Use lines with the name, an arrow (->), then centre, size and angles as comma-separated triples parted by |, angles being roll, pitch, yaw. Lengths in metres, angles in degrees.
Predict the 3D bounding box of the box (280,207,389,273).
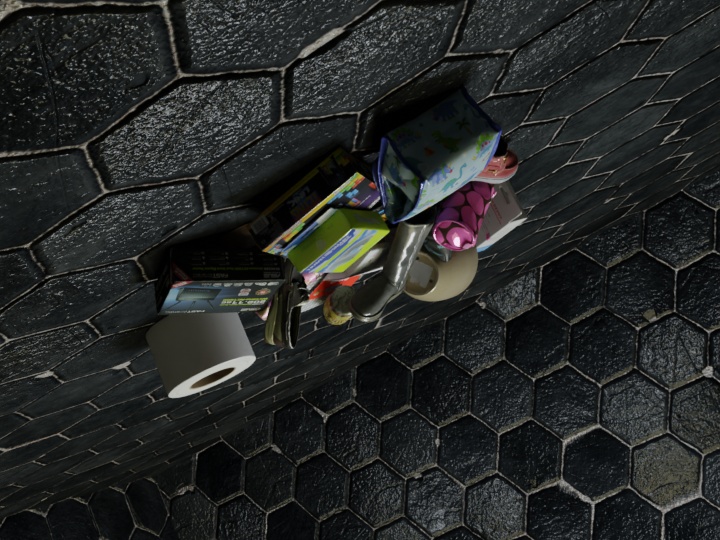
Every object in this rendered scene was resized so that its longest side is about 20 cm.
box -> -0.038, -0.049, 1.546 | 0.122, 0.048, 0.199 | -40, 167, 19

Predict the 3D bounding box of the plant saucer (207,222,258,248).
plant saucer -> -0.189, -0.039, 1.654 | 0.198, 0.037, 0.201 | -25, 168, -5

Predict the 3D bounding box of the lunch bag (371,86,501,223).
lunch bag -> 0.115, -0.170, 1.472 | 0.169, 0.128, 0.201 | -32, 160, -16

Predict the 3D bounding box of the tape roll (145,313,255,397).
tape roll -> -0.336, 0.163, 1.944 | 0.200, 0.141, 0.203 | -24, 167, -6

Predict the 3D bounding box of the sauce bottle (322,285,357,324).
sauce bottle -> -0.044, 0.077, 1.907 | 0.064, 0.066, 0.200 | -22, 173, -12

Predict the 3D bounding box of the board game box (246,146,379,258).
board game box -> -0.069, -0.102, 1.509 | 0.199, 0.057, 0.165 | -39, 164, 11

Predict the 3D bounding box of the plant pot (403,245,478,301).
plant pot -> 0.145, -0.012, 1.973 | 0.186, 0.189, 0.200 | -29, 180, 19

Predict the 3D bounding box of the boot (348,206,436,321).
boot -> 0.063, -0.015, 1.750 | 0.182, 0.072, 0.201 | -44, 168, -46

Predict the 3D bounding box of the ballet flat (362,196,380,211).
ballet flat -> -0.022, -0.122, 1.606 | 0.199, 0.057, 0.067 | -35, -152, 15

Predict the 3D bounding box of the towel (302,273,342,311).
towel -> -0.099, 0.006, 1.903 | 0.199, 0.086, 0.166 | -21, 160, -45

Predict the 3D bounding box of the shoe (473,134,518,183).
shoe -> 0.254, -0.214, 1.731 | 0.198, 0.072, 0.091 | -9, 163, -44

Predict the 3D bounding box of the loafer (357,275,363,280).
loafer -> -0.025, 0.001, 2.049 | 0.198, 0.074, 0.071 | -26, 168, 6

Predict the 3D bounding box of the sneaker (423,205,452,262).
sneaker -> 0.137, -0.079, 1.867 | 0.074, 0.080, 0.200 | -19, -157, -5

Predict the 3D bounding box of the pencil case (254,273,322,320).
pencil case -> -0.135, 0.006, 1.740 | 0.199, 0.083, 0.087 | -40, -176, 1

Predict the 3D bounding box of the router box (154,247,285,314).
router box -> -0.243, 0.020, 1.585 | 0.197, 0.063, 0.150 | 0, 157, -23

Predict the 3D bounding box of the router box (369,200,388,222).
router box -> 0.038, -0.125, 1.703 | 0.198, 0.052, 0.149 | -29, 170, 17

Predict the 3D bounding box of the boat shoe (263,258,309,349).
boat shoe -> -0.121, 0.045, 1.660 | 0.072, 0.065, 0.204 | -31, 138, -67

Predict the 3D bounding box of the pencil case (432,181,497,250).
pencil case -> 0.202, -0.119, 1.761 | 0.090, 0.094, 0.201 | -34, -160, 43

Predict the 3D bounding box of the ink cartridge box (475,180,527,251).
ink cartridge box -> 0.286, -0.132, 2.026 | 0.067, 0.117, 0.200 | -15, 164, -39

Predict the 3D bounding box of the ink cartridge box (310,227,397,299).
ink cartridge box -> 0.000, 0.000, 1.852 | 0.162, 0.057, 0.201 | -15, 147, -54
